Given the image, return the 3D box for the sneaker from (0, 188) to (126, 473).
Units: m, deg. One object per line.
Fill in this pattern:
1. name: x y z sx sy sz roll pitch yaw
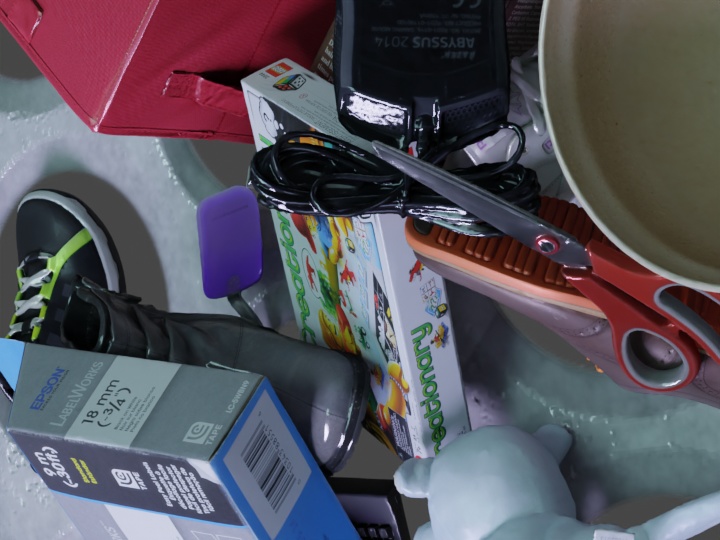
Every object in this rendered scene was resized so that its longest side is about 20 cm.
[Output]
1. sneaker: -0.194 0.043 1.312 0.071 0.082 0.202 -25 77 41

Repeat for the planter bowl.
1. planter bowl: 0.196 -0.095 0.900 0.199 0.134 0.202 5 97 43

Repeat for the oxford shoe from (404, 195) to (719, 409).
1. oxford shoe: 0.111 0.021 0.991 0.199 0.071 0.073 20 132 11

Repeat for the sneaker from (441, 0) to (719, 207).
1. sneaker: 0.104 -0.082 1.011 0.200 0.099 0.075 -55 54 30

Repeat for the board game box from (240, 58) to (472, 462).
1. board game box: 0.000 0.000 1.087 0.126 0.034 0.201 35 144 50

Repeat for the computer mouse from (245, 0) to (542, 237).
1. computer mouse: 0.022 -0.112 0.988 0.137 0.053 0.202 5 75 1

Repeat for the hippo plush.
1. hippo plush: 0.068 0.155 1.023 0.161 0.158 0.201 48 143 43

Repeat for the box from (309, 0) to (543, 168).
1. box: 0.058 -0.149 1.069 0.100 0.075 0.201 46 124 31

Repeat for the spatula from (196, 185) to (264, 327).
1. spatula: -0.058 0.049 1.224 0.056 0.020 0.202 -20 85 42

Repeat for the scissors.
1. scissors: 0.098 -0.011 0.914 0.200 0.014 0.073 41 133 -20

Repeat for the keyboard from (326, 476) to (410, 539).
1. keyboard: -0.054 0.136 1.211 0.199 0.021 0.128 -4 104 41

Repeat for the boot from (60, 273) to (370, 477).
1. boot: -0.086 0.054 1.104 0.200 0.131 0.070 10 82 63

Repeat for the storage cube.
1. storage cube: -0.089 -0.194 1.127 0.200 0.170 0.180 50 123 34

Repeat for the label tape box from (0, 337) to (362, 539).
1. label tape box: -0.115 0.111 1.087 0.199 0.064 0.145 5 139 34
